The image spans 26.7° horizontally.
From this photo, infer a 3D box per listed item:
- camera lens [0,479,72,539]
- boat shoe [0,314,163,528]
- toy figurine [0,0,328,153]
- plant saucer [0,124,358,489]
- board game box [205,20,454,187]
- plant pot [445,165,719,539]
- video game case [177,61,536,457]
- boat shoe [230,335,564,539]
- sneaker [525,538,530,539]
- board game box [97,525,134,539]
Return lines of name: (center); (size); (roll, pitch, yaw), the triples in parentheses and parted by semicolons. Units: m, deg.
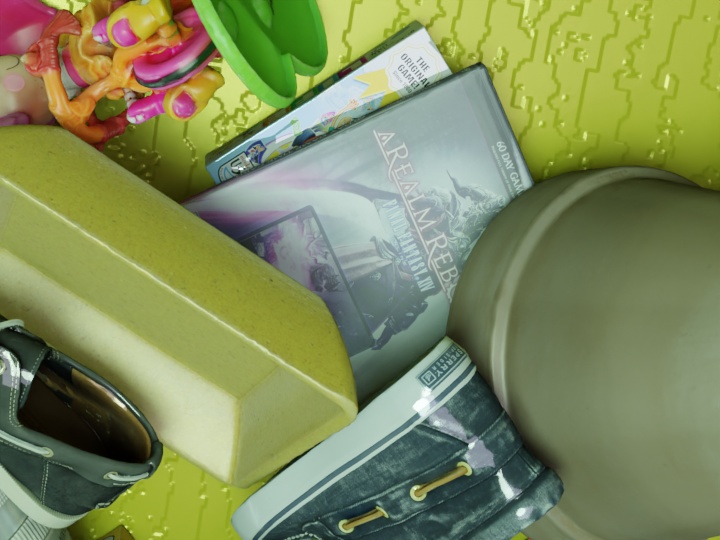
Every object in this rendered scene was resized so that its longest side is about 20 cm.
camera lens: (-0.246, 0.120, 0.749); (0.159, 0.160, 0.201); (-29, 105, 3)
boat shoe: (-0.173, 0.038, 0.695); (0.067, 0.072, 0.200); (-23, 123, 33)
toy figurine: (-0.128, -0.101, 0.707); (0.183, 0.201, 0.150); (-28, 127, 16)
plant saucer: (-0.102, 0.015, 0.695); (0.199, 0.200, 0.049); (34, 65, -7)
board game box: (0.026, -0.010, 0.807); (0.134, 0.034, 0.201); (-32, 105, 3)
plant pot: (0.168, 0.044, 0.713); (0.198, 0.173, 0.202); (2, 86, -32)
video game case: (0.000, 0.000, 0.780); (0.199, 0.019, 0.144); (-25, 105, 2)
boat shoe: (0.011, 0.114, 0.726); (0.091, 0.071, 0.200); (51, 140, 3)
sneaker: (0.139, 0.132, 0.824); (0.070, 0.093, 0.201); (21, 102, -10)
board game box: (-0.176, 0.223, 0.762); (0.152, 0.200, 0.040); (-33, 105, 3)
